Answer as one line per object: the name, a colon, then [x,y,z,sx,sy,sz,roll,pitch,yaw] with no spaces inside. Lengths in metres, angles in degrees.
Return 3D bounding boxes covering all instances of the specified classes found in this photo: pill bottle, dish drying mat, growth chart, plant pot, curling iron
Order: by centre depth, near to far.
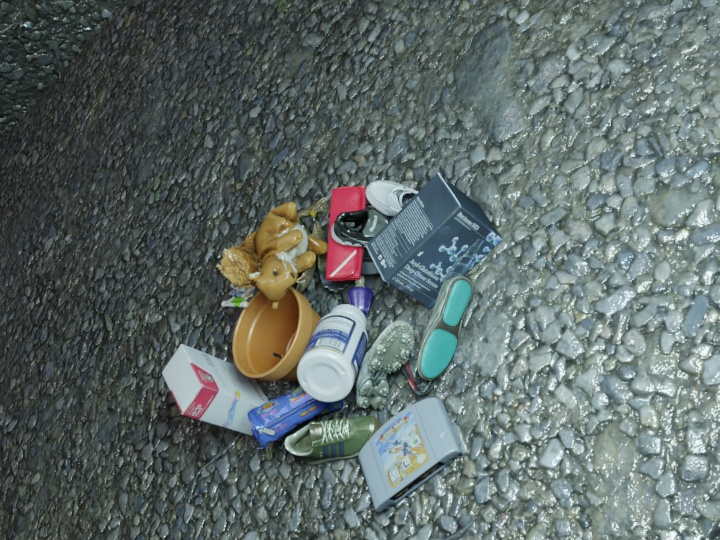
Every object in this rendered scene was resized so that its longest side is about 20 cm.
curling iron: [0.086,0.168,1.675,0.049,0.026,0.200,-35,39,-4]
pill bottle: [-0.046,0.151,1.694,0.110,0.112,0.201,-32,16,27]
dish drying mat: [-0.030,-0.077,1.790,0.075,0.018,0.204,-4,68,18]
plant pot: [-0.149,0.144,1.828,0.198,0.139,0.204,-23,54,35]
growth chart: [-0.235,0.001,1.916,0.144,0.018,0.202,-10,48,54]

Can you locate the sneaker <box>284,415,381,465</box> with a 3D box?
sneaker: [-0.060,0.320,1.682,0.198,0.089,0.068,-26,51,32]

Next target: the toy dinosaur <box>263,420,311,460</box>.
toy dinosaur: [-0.137,0.317,1.794,0.201,0.047,0.088,-51,36,6]

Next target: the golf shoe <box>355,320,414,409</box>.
golf shoe: [0.035,0.161,1.660,0.202,0.077,0.098,-64,25,26]

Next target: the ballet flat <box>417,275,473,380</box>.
ballet flat: [0.152,0.106,1.627,0.203,0.066,0.064,-67,15,-9]

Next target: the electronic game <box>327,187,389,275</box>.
electronic game: [0.027,-0.083,1.813,0.196,0.042,0.204,-6,65,13]

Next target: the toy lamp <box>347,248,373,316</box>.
toy lamp: [0.000,0.000,1.826,0.058,0.058,0.204,-21,54,34]

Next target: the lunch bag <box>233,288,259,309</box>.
lunch bag: [-0.219,-0.009,2.008,0.160,0.077,0.202,-39,36,27]

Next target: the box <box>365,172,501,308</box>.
box: [0.137,-0.053,1.652,0.200,0.147,0.108,-45,45,16]

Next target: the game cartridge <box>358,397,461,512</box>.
game cartridge: [0.082,0.324,1.584,0.199,0.041,0.134,-41,49,20]

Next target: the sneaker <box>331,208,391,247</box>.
sneaker: [0.037,-0.077,1.723,0.196,0.091,0.068,9,72,4]

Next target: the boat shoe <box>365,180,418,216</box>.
boat shoe: [0.089,-0.135,1.756,0.199,0.069,0.072,34,79,28]

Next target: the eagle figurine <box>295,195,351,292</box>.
eagle figurine: [-0.098,-0.038,1.914,0.152,0.148,0.204,137,118,-78]

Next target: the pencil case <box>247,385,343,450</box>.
pencil case: [-0.129,0.275,1.733,0.197,0.079,0.087,-27,6,2]

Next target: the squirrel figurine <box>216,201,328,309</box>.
squirrel figurine: [-0.182,-0.010,1.766,0.197,0.142,0.189,-13,42,24]

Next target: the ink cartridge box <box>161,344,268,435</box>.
ink cartridge box: [-0.305,0.256,1.873,0.086,0.199,0.148,-52,43,8]
